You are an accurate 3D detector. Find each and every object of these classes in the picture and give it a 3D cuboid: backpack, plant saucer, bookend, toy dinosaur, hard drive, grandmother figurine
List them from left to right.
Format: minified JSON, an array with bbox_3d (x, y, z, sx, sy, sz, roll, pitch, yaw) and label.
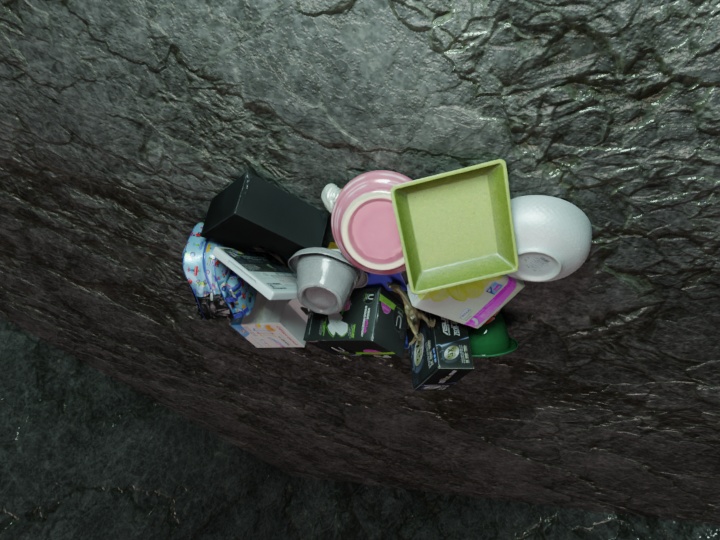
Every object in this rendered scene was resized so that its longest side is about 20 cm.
[{"bbox_3d":[-0.328,-0.008,1.267,0.131,0.185,0.203,-1,134,11],"label":"backpack"},{"bbox_3d":[-0.205,-0.095,1.144,0.197,0.094,0.197,25,157,-29],"label":"bookend"},{"bbox_3d":[0.000,0.000,1.180,0.196,0.026,0.133,0,144,25],"label":"hard drive"},{"bbox_3d":[0.014,-0.110,1.059,0.196,0.061,0.122,24,126,-7],"label":"grandmother figurine"},{"bbox_3d":[0.039,-0.080,1.004,0.195,0.051,0.205,3,114,7],"label":"plant saucer"},{"bbox_3d":[0.118,0.102,1.177,0.057,0.101,0.202,-29,125,-8],"label":"toy dinosaur"},{"bbox_3d":[0.163,-0.077,0.943,0.195,0.048,0.204,-13,111,4],"label":"plant saucer"}]

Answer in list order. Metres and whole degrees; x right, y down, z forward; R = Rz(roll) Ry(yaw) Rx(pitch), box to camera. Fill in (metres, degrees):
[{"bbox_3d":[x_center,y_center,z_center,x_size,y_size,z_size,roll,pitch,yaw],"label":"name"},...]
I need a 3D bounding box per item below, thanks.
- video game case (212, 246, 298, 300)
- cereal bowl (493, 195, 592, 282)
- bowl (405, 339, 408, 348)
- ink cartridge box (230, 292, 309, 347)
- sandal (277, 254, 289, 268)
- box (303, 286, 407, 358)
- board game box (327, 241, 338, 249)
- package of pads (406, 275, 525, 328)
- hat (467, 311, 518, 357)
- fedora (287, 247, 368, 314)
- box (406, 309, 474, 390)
[{"bbox_3d":[-0.204,0.008,1.198,0.180,0.024,0.199,35,-167,22],"label":"video game case"},{"bbox_3d":[0.322,-0.041,0.996,0.195,0.085,0.202,13,148,8],"label":"cereal bowl"},{"bbox_3d":[0.067,0.157,1.422,0.196,0.040,0.201,13,161,4],"label":"bowl"},{"bbox_3d":[-0.221,0.121,1.451,0.196,0.127,0.129,-5,143,32],"label":"ink cartridge box"},{"bbox_3d":[-0.129,0.013,1.313,0.075,0.043,0.202,20,149,45],"label":"sandal"},{"bbox_3d":[-0.006,0.125,1.259,0.196,0.127,0.148,-4,155,35],"label":"box"},{"bbox_3d":[-0.004,0.021,1.278,0.149,0.041,0.202,13,148,6],"label":"board game box"},{"bbox_3d":[0.210,0.033,1.101,0.197,0.069,0.155,20,130,-28],"label":"package of pads"},{"bbox_3d":[0.288,0.094,1.265,0.196,0.164,0.181,0,101,34],"label":"hat"},{"bbox_3d":[-0.074,0.034,1.127,0.173,0.092,0.201,14,156,-4],"label":"fedora"},{"bbox_3d":[0.173,0.152,1.236,0.084,0.204,0.164,3,152,-15],"label":"box"}]
